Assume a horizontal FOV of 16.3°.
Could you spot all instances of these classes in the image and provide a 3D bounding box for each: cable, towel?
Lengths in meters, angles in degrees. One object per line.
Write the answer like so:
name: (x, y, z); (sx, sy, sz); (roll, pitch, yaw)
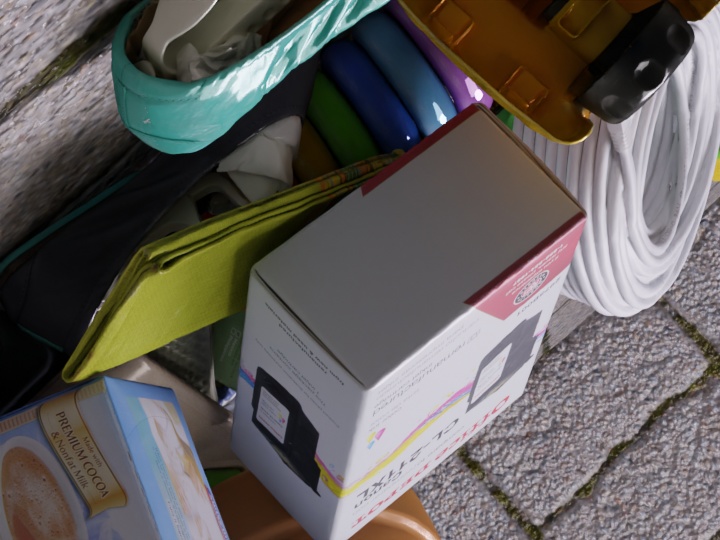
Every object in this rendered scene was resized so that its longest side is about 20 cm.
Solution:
cable: (0.142, -0.075, 1.344); (0.200, 0.069, 0.201); (-48, 144, -52)
towel: (-0.051, -0.002, 1.149); (0.200, 0.018, 0.086); (-23, 153, -51)

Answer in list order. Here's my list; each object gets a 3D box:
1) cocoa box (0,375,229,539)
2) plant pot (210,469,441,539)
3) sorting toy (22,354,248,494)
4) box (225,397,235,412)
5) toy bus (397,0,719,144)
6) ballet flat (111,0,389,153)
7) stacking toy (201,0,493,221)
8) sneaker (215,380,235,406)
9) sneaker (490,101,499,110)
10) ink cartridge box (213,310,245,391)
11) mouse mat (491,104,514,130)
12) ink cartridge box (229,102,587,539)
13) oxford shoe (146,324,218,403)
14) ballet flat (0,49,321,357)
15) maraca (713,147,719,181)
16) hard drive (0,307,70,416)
cocoa box: (-0.124, 0.164, 1.155); (0.131, 0.201, 0.133); (-22, 172, 8)
plant pot: (-0.023, 0.218, 1.320); (0.199, 0.140, 0.201); (-17, 134, -19)
sorting toy: (-0.132, 0.140, 1.306); (0.185, 0.037, 0.200); (-42, 139, 6)
box: (-0.126, 0.177, 1.494); (0.199, 0.131, 0.199); (-28, -179, -2)
toy bus: (0.108, -0.162, 1.176); (0.200, 0.136, 0.192); (-48, -176, -3)
ballet flat: (-0.021, -0.127, 0.996); (0.200, 0.067, 0.070); (-44, 157, -5)
stacking toy: (-0.017, -0.069, 1.247); (0.200, 0.086, 0.085); (-36, 170, -1)
sneaker: (-0.090, 0.048, 1.449); (0.200, 0.075, 0.088); (-37, 170, -23)
sneaker: (0.043, -0.091, 1.397); (0.077, 0.073, 0.200); (-33, 172, 26)
ink cartridge box: (0.000, 0.000, 1.407); (0.200, 0.048, 0.146); (9, 107, -57)
mouse mat: (0.041, -0.033, 1.333); (0.200, 0.008, 0.161); (-40, 165, -48)
ink cartridge box: (0.019, 0.032, 1.221); (0.146, 0.083, 0.200); (-38, 162, -22)
oxford shoe: (-0.112, 0.068, 1.332); (0.075, 0.058, 0.201); (-9, 133, -17)
ballet flat: (-0.077, -0.032, 1.164); (0.200, 0.073, 0.073); (-41, 170, -7)
maraca: (0.217, -0.123, 1.691); (0.137, 0.200, 0.107); (-34, 126, -28)
hard drive: (-0.209, 0.078, 1.226); (0.139, 0.033, 0.200); (-42, 171, -1)
